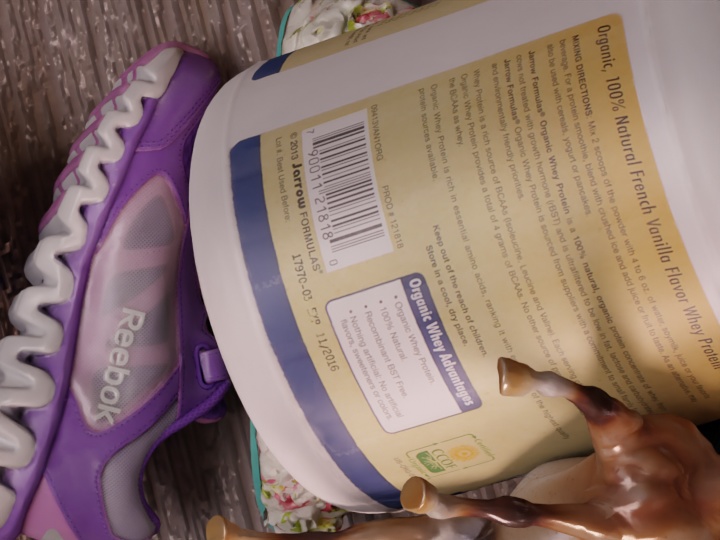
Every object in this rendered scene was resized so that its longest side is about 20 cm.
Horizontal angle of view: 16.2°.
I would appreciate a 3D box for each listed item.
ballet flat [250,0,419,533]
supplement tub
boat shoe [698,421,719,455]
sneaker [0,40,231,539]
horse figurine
[{"bbox_3d":[0.000,0.000,0.866,0.064,0.076,0.200,6,98,31],"label":"ballet flat"},{"bbox_3d":[0.066,-0.019,0.745,0.200,0.144,0.144,-17,81,20],"label":"supplement tub"},{"bbox_3d":[0.116,0.123,0.734,0.091,0.071,0.200,-20,54,37],"label":"boat shoe"},{"bbox_3d":[-0.084,0.016,0.935,0.080,0.088,0.200,168,122,-80],"label":"sneaker"},{"bbox_3d":[0.044,0.077,0.714,0.200,0.133,0.050,-35,52,43],"label":"horse figurine"}]
